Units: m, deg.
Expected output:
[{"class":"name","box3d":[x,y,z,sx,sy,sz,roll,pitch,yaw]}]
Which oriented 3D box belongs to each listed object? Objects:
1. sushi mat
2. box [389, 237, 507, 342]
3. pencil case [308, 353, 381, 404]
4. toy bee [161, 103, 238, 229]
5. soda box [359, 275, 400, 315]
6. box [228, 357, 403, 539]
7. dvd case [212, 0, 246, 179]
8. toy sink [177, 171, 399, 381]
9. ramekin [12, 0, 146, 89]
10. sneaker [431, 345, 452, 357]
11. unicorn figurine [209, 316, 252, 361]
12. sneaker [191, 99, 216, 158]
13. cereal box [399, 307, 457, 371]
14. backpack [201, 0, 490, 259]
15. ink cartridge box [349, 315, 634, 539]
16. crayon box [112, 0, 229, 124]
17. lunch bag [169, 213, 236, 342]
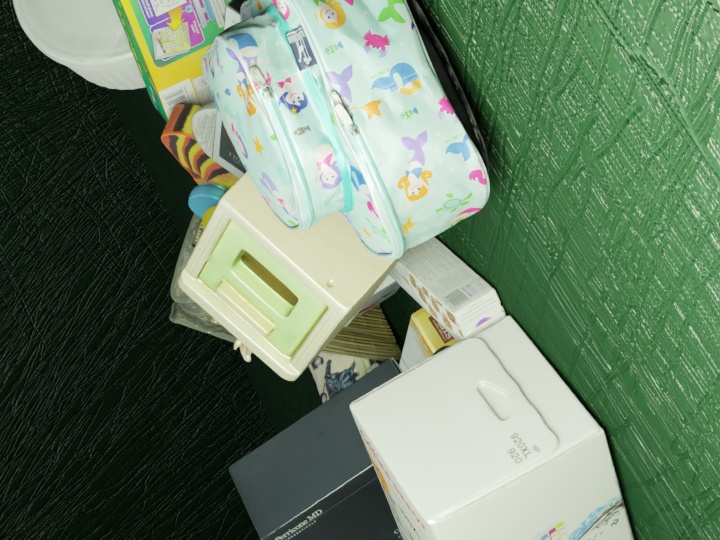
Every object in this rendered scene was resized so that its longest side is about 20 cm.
[{"class":"sushi mat","box3d":[-0.022,0.043,1.798,0.200,0.012,0.096,13,-132,-62]},{"class":"box","box3d":[0.058,0.005,1.450,0.039,0.041,0.200,66,169,-27]},{"class":"pencil case","box3d":[-0.021,0.072,1.889,0.090,0.077,0.201,-54,46,42]},{"class":"toy bee","box3d":[-0.096,-0.081,1.663,0.200,0.108,0.132,32,-115,-64]},{"class":"soda box","box3d":[0.000,0.000,1.674,0.064,0.068,0.200,59,171,3]},{"class":"box","box3d":[0.006,0.218,1.795,0.182,0.199,0.104,55,-178,-46]},{"class":"dvd case","box3d":[-0.049,-0.112,1.438,0.150,0.025,0.201,35,149,14]},{"class":"toy sink","box3d":[-0.059,-0.002,1.453,0.130,0.112,0.200,42,151,2]},{"class":"ramekin","box3d":[-0.223,-0.266,1.742,0.203,0.202,0.094,56,-178,27]},{"class":"sneaker","box3d":[0.073,0.151,1.499,0.089,0.078,0.201,36,123,43]},{"class":"unicorn figurine","box3d":[-0.107,-0.017,1.820,0.138,0.073,0.201,-51,53,33]},{"class":"sneaker","box3d":[-0.042,-0.133,1.537,0.199,0.104,0.076,8,123,42]},{"class":"cereal box","box3d":[0.089,0.114,1.615,0.144,0.039,0.200,58,170,13]},{"class":"backpack","box3d":[-0.007,-0.103,1.171,0.201,0.150,0.177,57,170,-6]},{"class":"ink cartridge box","box3d":[0.104,0.171,1.363,0.147,0.144,0.201,52,167,48]},{"class":"crayon box","box3d":[-0.156,-0.241,1.617,0.058,0.118,0.201,49,162,53]},{"class":"lunch bag","box3d":[-0.147,-0.017,2.099,0.117,0.165,0.200,19,165,-4]}]
